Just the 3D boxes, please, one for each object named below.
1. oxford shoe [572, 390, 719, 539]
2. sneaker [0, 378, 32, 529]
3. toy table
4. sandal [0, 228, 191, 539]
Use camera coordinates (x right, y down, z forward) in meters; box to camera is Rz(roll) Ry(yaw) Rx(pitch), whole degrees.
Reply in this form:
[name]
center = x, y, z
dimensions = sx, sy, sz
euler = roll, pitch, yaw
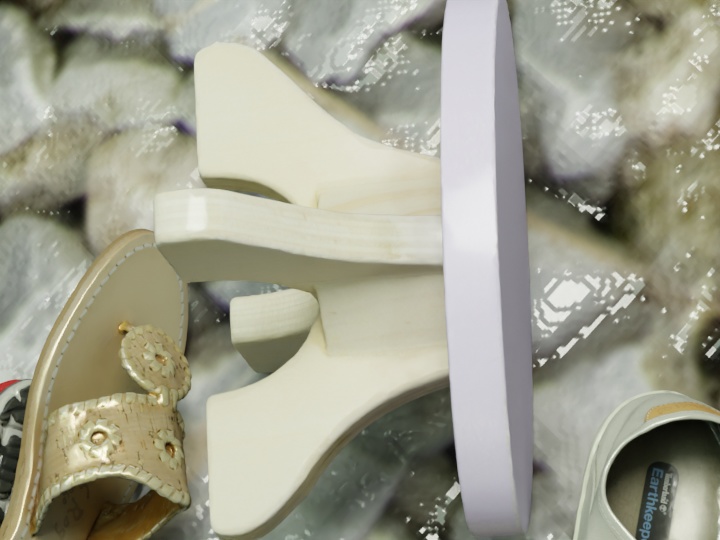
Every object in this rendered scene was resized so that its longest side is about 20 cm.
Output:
[oxford shoe]
center = 0.101, 0.135, 0.979
dimensions = 0.075, 0.058, 0.200
euler = 10, 74, -11
[sneaker]
center = -0.176, 0.131, 1.124
dimensions = 0.085, 0.077, 0.200
euler = 15, 79, 37
[toy table]
center = 0.000, 0.000, 1.031
dimensions = 0.117, 0.184, 0.200
euler = -4, 62, 8
[sandal]
center = -0.096, 0.090, 1.082
dimensions = 0.070, 0.078, 0.212
euler = 16, 74, 39
